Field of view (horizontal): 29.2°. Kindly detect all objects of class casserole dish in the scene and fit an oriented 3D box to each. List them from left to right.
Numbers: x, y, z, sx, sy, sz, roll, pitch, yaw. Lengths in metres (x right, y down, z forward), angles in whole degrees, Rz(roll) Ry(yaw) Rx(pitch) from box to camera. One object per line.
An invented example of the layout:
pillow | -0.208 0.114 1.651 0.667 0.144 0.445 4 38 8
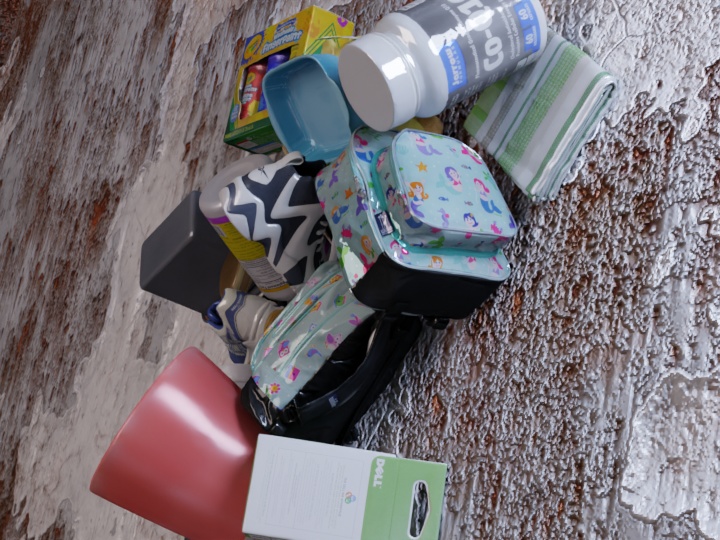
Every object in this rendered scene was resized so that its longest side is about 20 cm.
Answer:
casserole dish | -0.047 -0.181 1.540 0.200 0.039 0.121 -6 110 65

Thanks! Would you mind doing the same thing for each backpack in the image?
backpack | -0.032 0.091 1.520 0.127 0.167 0.200 40 96 25
backpack | 0.052 -0.062 1.430 0.151 0.177 0.200 -53 46 33

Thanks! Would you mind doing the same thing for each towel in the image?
towel | 0.187 -0.172 1.450 0.149 0.031 0.200 -58 29 16

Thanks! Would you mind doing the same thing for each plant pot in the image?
plant pot | -0.172 0.212 1.541 0.200 0.177 0.200 -56 -4 -6

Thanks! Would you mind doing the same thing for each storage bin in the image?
storage bin | -0.214 -0.032 1.929 0.200 0.134 0.146 -39 42 42

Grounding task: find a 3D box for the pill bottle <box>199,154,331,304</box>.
pill bottle | -0.100 -0.035 1.663 0.104 0.200 0.104 -26 29 16

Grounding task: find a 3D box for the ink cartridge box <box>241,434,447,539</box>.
ink cartridge box | -0.016 0.238 1.431 0.059 0.200 0.104 86 -167 -73

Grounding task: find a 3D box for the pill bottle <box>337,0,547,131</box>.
pill bottle | 0.083 -0.226 1.413 0.114 0.200 0.114 43 151 31

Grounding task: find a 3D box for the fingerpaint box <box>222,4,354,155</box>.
fingerpaint box | -0.105 -0.263 1.940 0.200 0.073 0.167 -8 67 58

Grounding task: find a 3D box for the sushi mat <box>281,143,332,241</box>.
sushi mat | -0.054 -0.081 1.740 0.012 0.096 0.200 -31 38 3

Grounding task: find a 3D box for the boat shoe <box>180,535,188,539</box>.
boat shoe | -0.190 0.286 1.762 0.062 0.075 0.200 -13 63 58

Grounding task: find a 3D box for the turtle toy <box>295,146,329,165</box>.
turtle toy | -0.018 -0.137 1.676 0.101 0.146 0.200 90 163 -60

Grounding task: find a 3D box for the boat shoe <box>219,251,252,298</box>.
boat shoe | -0.129 -0.027 1.802 0.071 0.065 0.200 -46 18 41

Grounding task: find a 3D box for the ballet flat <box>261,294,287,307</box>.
ballet flat | -0.110 0.025 1.797 0.200 0.057 0.066 -53 33 28

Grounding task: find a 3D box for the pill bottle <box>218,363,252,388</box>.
pill bottle | -0.152 0.221 1.697 0.112 0.112 0.200 -34 46 47

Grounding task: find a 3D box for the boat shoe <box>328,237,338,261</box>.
boat shoe | 0.000 0.000 1.621 0.072 0.068 0.200 44 133 51

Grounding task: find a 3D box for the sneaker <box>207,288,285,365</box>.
sneaker | -0.148 0.065 1.716 0.075 0.088 0.200 -62 3 -23

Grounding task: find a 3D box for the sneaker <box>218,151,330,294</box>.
sneaker | -0.050 -0.056 1.530 0.130 0.199 0.080 -35 32 10

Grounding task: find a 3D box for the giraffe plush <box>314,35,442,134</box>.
giraffe plush | 0.045 -0.189 1.572 0.173 0.200 0.162 -164 69 -68
